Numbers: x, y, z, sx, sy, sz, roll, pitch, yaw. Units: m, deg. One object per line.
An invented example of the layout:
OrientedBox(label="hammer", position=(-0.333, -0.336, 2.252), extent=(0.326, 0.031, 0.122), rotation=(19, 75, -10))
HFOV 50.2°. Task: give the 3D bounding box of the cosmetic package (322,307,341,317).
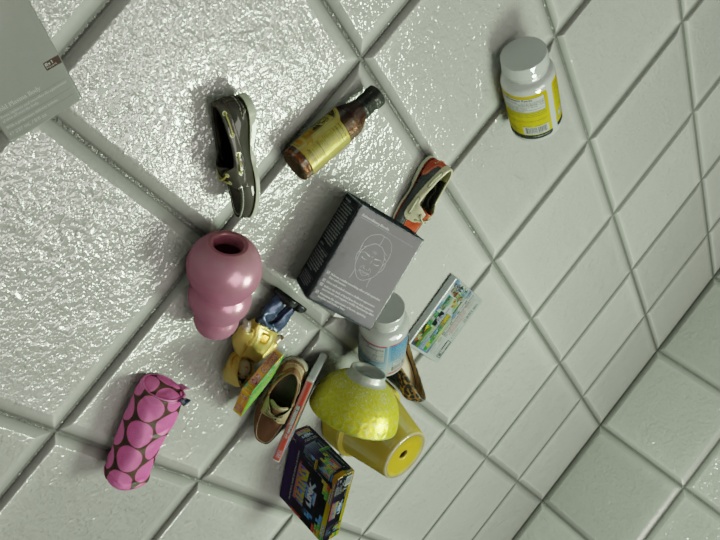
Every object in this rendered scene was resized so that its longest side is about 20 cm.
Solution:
OrientedBox(label="cosmetic package", position=(0.000, 0.000, 1.556), extent=(0.082, 0.051, 0.202), rotation=(12, 110, -50))

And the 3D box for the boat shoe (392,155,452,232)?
OrientedBox(label="boat shoe", position=(0.124, -0.133, 1.577), extent=(0.071, 0.062, 0.202), rotation=(4, 117, -51))

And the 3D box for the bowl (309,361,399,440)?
OrientedBox(label="bowl", position=(0.001, 0.259, 1.623), extent=(0.199, 0.199, 0.109), rotation=(5, 110, -49))

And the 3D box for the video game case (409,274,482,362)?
OrientedBox(label="video game case", position=(0.208, 0.124, 1.911), extent=(0.201, 0.022, 0.182), rotation=(-54, 144, 1))

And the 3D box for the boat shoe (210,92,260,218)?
OrientedBox(label="boat shoe", position=(-0.197, -0.171, 1.189), extent=(0.060, 0.072, 0.203), rotation=(-19, 125, -31))

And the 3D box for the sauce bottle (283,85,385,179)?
OrientedBox(label="sauce bottle", position=(-0.041, -0.239, 1.308), extent=(0.200, 0.066, 0.066), rotation=(-43, 143, -17))

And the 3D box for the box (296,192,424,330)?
OrientedBox(label="box", position=(-0.003, -0.018, 1.443), extent=(0.147, 0.107, 0.201), rotation=(29, 98, -22))

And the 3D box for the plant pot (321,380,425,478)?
OrientedBox(label="plant pot", position=(0.042, 0.373, 1.788), extent=(0.200, 0.188, 0.202), rotation=(-29, 138, -29))

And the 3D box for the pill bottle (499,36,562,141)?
OrientedBox(label="pill bottle", position=(0.351, -0.373, 1.589), extent=(0.114, 0.114, 0.201), rotation=(-44, 143, -12))

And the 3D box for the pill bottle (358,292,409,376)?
OrientedBox(label="pill bottle", position=(0.049, 0.133, 1.639), extent=(0.108, 0.109, 0.201), rotation=(-34, 151, -24))

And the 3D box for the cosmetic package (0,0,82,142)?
OrientedBox(label="cosmetic package", position=(-0.412, -0.262, 0.860), extent=(0.106, 0.090, 0.201), rotation=(-37, 144, -16))

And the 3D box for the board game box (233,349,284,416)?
OrientedBox(label="board game box", position=(-0.192, 0.211, 1.438), extent=(0.096, 0.030, 0.200), rotation=(-51, 180, -26))

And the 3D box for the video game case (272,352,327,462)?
OrientedBox(label="video game case", position=(-0.126, 0.284, 1.608), extent=(0.143, 0.017, 0.202), rotation=(-60, 173, -73))

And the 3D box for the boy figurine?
OrientedBox(label="boy figurine", position=(-0.192, 0.127, 1.437), extent=(0.201, 0.064, 0.124), rotation=(-53, 147, -5))

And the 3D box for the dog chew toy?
OrientedBox(label="dog chew toy", position=(-0.232, 0.034, 1.276), extent=(0.124, 0.125, 0.201), rotation=(-18, 139, -38))

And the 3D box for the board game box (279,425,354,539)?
OrientedBox(label="board game box", position=(-0.102, 0.482, 1.734), extent=(0.056, 0.165, 0.202), rotation=(-16, 130, -42))

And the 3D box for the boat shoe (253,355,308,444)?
OrientedBox(label="boat shoe", position=(-0.168, 0.266, 1.544), extent=(0.072, 0.075, 0.202), rotation=(-76, -172, -72))

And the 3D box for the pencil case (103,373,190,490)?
OrientedBox(label="pencil case", position=(-0.374, 0.284, 1.346), extent=(0.201, 0.090, 0.093), rotation=(-61, 157, 14))

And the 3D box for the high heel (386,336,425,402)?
OrientedBox(label="high heel", position=(0.114, 0.200, 1.765), extent=(0.071, 0.142, 0.202), rotation=(-20, 133, -36))
